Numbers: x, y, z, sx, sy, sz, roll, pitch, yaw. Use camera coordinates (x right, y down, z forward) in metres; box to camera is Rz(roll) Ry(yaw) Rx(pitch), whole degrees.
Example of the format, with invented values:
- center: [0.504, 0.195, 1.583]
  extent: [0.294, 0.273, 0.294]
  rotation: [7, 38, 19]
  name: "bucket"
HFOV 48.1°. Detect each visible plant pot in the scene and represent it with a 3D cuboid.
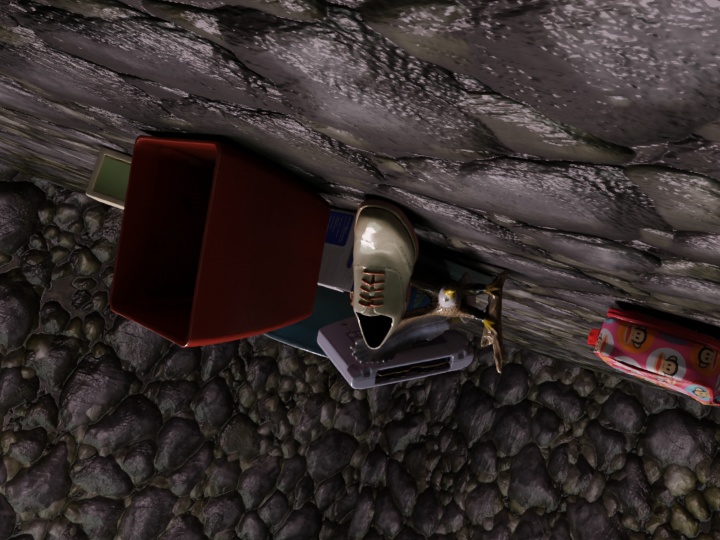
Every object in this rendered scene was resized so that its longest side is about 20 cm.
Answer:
- center: [-0.042, 0.046, 1.365]
  extent: [0.197, 0.191, 0.200]
  rotation: [18, 177, 1]
  name: "plant pot"
- center: [-0.147, -0.031, 0.904]
  extent: [0.174, 0.203, 0.199]
  rotation: [7, -176, -40]
  name: "plant pot"

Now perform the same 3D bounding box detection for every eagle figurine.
- center: [0.088, 0.038, 1.038]
  extent: [0.196, 0.153, 0.152]
  rotation: [3, 136, -1]
  name: "eagle figurine"

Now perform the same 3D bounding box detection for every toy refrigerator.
- center: [-0.300, -0.114, 1.211]
  extent: [0.197, 0.077, 0.070]
  rotation: [19, 176, -1]
  name: "toy refrigerator"

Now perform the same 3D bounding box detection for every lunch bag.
- center: [0.377, 0.107, 1.024]
  extent: [0.174, 0.083, 0.199]
  rotation: [17, 176, 30]
  name: "lunch bag"

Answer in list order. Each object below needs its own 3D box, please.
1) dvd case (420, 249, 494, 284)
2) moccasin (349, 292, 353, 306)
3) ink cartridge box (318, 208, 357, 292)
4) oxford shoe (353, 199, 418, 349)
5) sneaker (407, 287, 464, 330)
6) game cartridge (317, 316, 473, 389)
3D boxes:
- center: [0.101, -0.006, 1.213]
  extent: [0.144, 0.022, 0.200]
  rotation: [20, 175, -19]
  name: "dvd case"
- center: [-0.001, 0.001, 1.161]
  extent: [0.077, 0.074, 0.202]
  rotation: [24, 162, 7]
  name: "moccasin"
- center: [-0.053, -0.032, 1.021]
  extent: [0.037, 0.096, 0.199]
  rotation: [21, 176, -42]
  name: "ink cartridge box"
- center: [0.024, 0.009, 0.881]
  extent: [0.070, 0.074, 0.202]
  rotation: [8, 141, 15]
  name: "oxford shoe"
- center: [0.099, 0.033, 1.142]
  extent: [0.075, 0.107, 0.199]
  rotation: [19, -152, 37]
  name: "sneaker"
- center: [0.045, 0.105, 1.146]
  extent: [0.197, 0.041, 0.133]
  rotation: [-7, -147, -27]
  name: "game cartridge"
